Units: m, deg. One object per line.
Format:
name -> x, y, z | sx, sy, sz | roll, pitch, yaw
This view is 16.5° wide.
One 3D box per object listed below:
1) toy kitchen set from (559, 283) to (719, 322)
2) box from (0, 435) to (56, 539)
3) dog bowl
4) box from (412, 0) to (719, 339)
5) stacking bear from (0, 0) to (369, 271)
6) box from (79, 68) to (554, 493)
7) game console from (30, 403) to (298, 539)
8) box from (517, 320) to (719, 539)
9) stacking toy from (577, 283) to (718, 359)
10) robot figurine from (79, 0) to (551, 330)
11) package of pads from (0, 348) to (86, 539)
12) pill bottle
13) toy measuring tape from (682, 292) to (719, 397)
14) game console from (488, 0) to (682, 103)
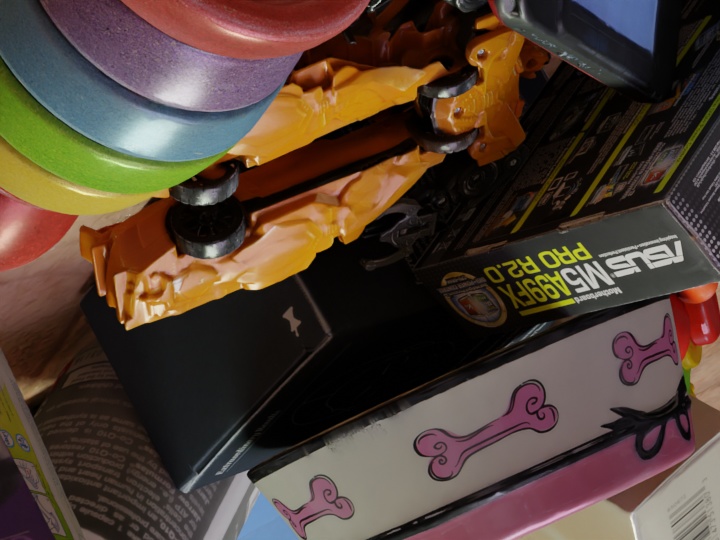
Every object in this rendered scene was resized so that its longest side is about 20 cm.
toy kitchen set -> 0.170, -0.003, 1.326 | 0.180, 0.163, 0.200 | -24, 163, -19
box -> -0.208, 0.074, 0.827 | 0.148, 0.200, 0.104 | -17, 159, -42
dog bowl -> 0.056, 0.079, 1.077 | 0.200, 0.074, 0.200 | -24, 176, -2
box -> 0.129, -0.065, 1.029 | 0.160, 0.044, 0.200 | -15, -148, 52
stacking bear -> -0.091, -0.069, 0.783 | 0.121, 0.114, 0.200 | -15, 163, -43
box -> 0.000, 0.000, 1.137 | 0.200, 0.107, 0.148 | -17, 160, -41
game console -> -0.073, 0.105, 1.309 | 0.200, 0.116, 0.176 | -30, 164, -3
box -> 0.099, 0.087, 1.260 | 0.078, 0.200, 0.095 | -38, 132, -23
stacking toy -> 0.163, -0.035, 1.187 | 0.200, 0.085, 0.085 | -64, 166, -8
robot figurine -> -0.017, -0.059, 0.976 | 0.200, 0.058, 0.145 | -24, 138, -21
package of pads -> -0.218, 0.122, 1.036 | 0.200, 0.155, 0.068 | -32, 153, 7
pill bottle -> -0.123, 0.130, 1.141 | 0.114, 0.114, 0.200 | -43, -167, 38
toy measuring tape -> 0.138, -0.013, 1.264 | 0.074, 0.200, 0.074 | -17, -163, 5
game console -> 0.134, -0.154, 0.882 | 0.119, 0.172, 0.200 | 5, 176, 22
